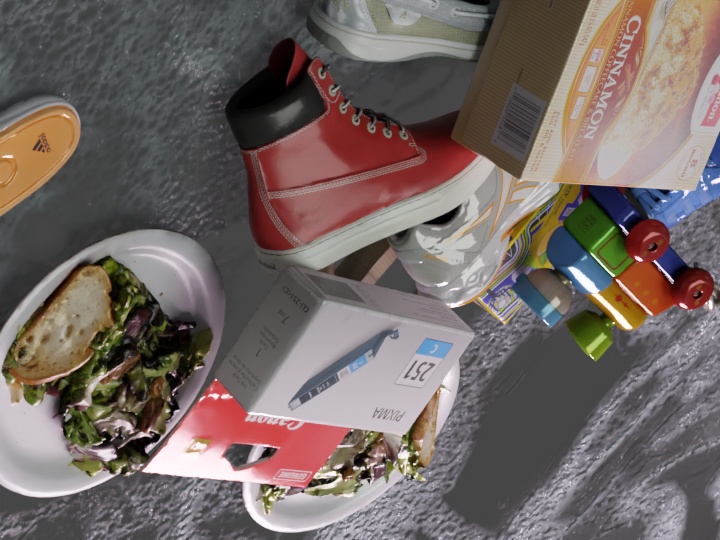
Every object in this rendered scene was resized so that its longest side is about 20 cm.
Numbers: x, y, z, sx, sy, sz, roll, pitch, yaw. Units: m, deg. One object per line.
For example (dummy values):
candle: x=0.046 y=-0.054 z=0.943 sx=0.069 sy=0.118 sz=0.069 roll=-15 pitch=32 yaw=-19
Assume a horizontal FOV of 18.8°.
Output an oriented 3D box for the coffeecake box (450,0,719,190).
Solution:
coffeecake box: x=0.173 y=-0.140 z=1.470 sx=0.199 sy=0.073 sz=0.154 roll=0 pitch=116 yaw=-47

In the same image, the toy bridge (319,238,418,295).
toy bridge: x=0.000 y=0.000 z=1.563 sx=0.067 sy=0.027 sz=0.200 roll=-49 pitch=143 yaw=-6

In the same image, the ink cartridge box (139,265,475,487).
ink cartridge box: x=-0.031 y=0.089 z=1.477 sx=0.177 sy=0.045 sz=0.199 roll=-54 pitch=149 yaw=14

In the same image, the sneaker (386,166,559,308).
sneaker: x=0.090 y=-0.074 z=1.555 sx=0.201 sy=0.075 sz=0.092 roll=-58 pitch=135 yaw=-15

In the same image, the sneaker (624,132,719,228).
sneaker: x=0.233 y=-0.067 z=1.676 sx=0.111 sy=0.077 sz=0.200 roll=-34 pitch=177 yaw=-23

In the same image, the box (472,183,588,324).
box: x=0.138 y=-0.064 z=1.633 sx=0.200 sy=0.064 sz=0.070 roll=-52 pitch=145 yaw=-3

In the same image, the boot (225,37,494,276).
boot: x=0.004 y=-0.100 z=1.435 sx=0.199 sy=0.072 sz=0.145 roll=-27 pitch=120 yaw=-29

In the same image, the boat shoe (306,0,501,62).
boat shoe: x=0.055 y=-0.182 z=1.435 sx=0.201 sy=0.074 sz=0.065 roll=-7 pitch=130 yaw=-37

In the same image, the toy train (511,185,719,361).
toy train: x=0.205 y=0.025 z=1.639 sx=0.116 sy=0.085 sz=0.200 roll=-43 pitch=132 yaw=6

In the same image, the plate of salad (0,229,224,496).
plate of salad: x=-0.161 y=0.066 z=1.409 sx=0.199 sy=0.048 sz=0.201 roll=-30 pitch=138 yaw=-31

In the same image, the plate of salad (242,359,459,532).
plate of salad: x=0.000 y=0.128 z=1.637 sx=0.199 sy=0.048 sz=0.201 roll=-27 pitch=143 yaw=-22

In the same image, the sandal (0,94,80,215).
sandal: x=-0.234 y=-0.026 z=1.251 sx=0.206 sy=0.059 sz=0.079 roll=-40 pitch=142 yaw=-17
